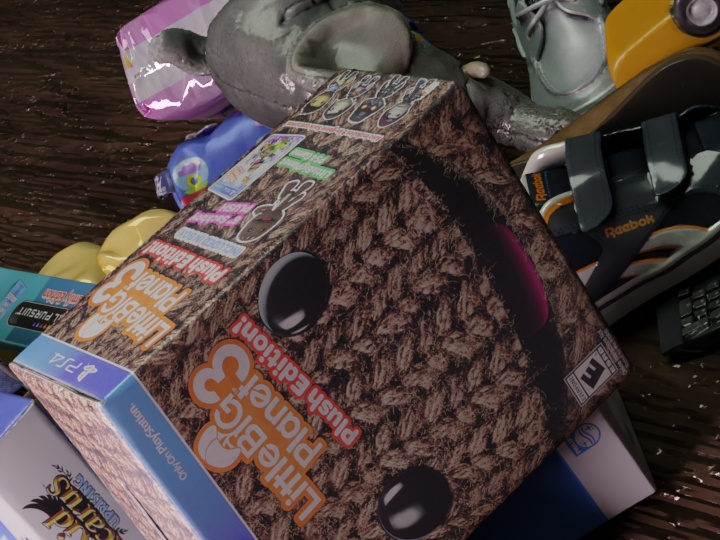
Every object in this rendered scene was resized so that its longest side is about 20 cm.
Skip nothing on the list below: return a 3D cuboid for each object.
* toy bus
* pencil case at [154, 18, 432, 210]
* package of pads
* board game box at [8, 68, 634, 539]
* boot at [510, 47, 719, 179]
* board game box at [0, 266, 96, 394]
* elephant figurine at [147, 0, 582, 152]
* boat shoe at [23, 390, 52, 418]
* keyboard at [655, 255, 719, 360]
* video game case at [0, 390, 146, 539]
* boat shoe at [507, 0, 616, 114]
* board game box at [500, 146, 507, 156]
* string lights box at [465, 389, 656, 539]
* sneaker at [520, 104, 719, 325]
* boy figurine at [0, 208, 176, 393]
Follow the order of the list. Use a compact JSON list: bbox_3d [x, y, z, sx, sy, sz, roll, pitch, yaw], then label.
[{"bbox_3d":[0.226,-0.151,1.208,0.199,0.078,0.065,-29,25,19],"label":"toy bus"},{"bbox_3d":[-0.032,-0.088,1.440,0.199,0.087,0.078,-32,-11,11],"label":"pencil case"},{"bbox_3d":[-0.063,-0.154,1.505,0.120,0.076,0.200,-25,-7,26],"label":"package of pads"},{"bbox_3d":[-0.013,0.040,0.943,0.200,0.160,0.097,-43,25,-18],"label":"board game box"},{"bbox_3d":[0.118,-0.048,1.189,0.200,0.074,0.076,-35,11,19],"label":"boot"},{"bbox_3d":[-0.110,0.067,1.186,0.047,0.151,0.200,-56,28,-16],"label":"board game box"},{"bbox_3d":[0.007,-0.101,1.284,0.155,0.141,0.200,-46,46,12],"label":"elephant figurine"},{"bbox_3d":[-0.218,0.143,1.323,0.200,0.072,0.068,-42,-2,4],"label":"boat shoe"},{"bbox_3d":[0.198,-0.039,1.121,0.127,0.021,0.200,-29,27,20],"label":"keyboard"},{"bbox_3d":[-0.161,0.130,1.114,0.045,0.182,0.200,-47,26,-21],"label":"video game case"},{"bbox_3d":[0.118,-0.144,1.349,0.070,0.072,0.201,-31,25,13],"label":"boat shoe"},{"bbox_3d":[0.000,0.000,1.267,0.119,0.032,0.200,2,38,26],"label":"board game box"},{"bbox_3d":[0.030,0.109,1.040,0.199,0.059,0.103,-33,24,10],"label":"string lights box"},{"bbox_3d":[0.130,-0.033,1.102,0.200,0.079,0.079,-38,21,17],"label":"sneaker"},{"bbox_3d":[-0.190,0.027,1.477,0.199,0.065,0.124,-35,24,4],"label":"boy figurine"}]
